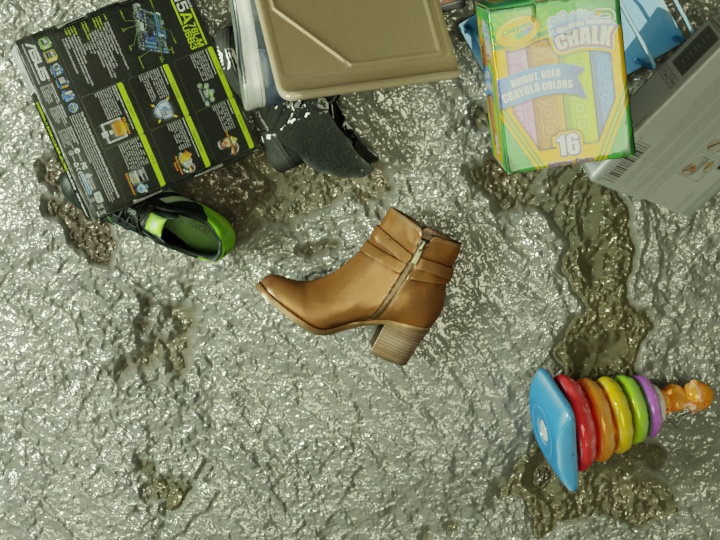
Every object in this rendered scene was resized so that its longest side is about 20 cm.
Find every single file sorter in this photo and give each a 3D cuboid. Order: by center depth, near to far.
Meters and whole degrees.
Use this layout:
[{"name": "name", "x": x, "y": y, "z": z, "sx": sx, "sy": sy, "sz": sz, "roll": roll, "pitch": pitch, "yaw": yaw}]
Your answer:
[{"name": "file sorter", "x": 0.222, "y": -0.240, "z": 1.398, "sx": 0.200, "sy": 0.123, "sz": 0.139, "roll": -30, "pitch": 101, "yaw": 8}]

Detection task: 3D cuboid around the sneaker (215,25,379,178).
[{"name": "sneaker", "x": -0.067, "y": -0.179, "z": 1.442, "sx": 0.104, "sy": 0.060, "sz": 0.200, "roll": -19, "pitch": 110, "yaw": 17}]

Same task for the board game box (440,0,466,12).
[{"name": "board game box", "x": 0.001, "y": -0.301, "z": 1.417, "sx": 0.200, "sy": 0.062, "sz": 0.200, "roll": -12, "pitch": 104, "yaw": 3}]

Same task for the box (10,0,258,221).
[{"name": "box", "x": -0.232, "y": -0.177, "z": 1.416, "sx": 0.193, "sy": 0.048, "sz": 0.200, "roll": -26, "pitch": 98, "yaw": -19}]

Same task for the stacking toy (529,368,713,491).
[{"name": "stacking toy", "x": 0.295, "y": 0.154, "z": 1.509, "sx": 0.200, "sy": 0.110, "sz": 0.116, "roll": -13, "pitch": 118, "yaw": -8}]

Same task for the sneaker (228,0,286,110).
[{"name": "sneaker", "x": -0.059, "y": -0.269, "z": 1.359, "sx": 0.146, "sy": 0.077, "sz": 0.202, "roll": -9, "pitch": 96, "yaw": -5}]

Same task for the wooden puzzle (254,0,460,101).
[{"name": "wooden puzzle", "x": -0.014, "y": -0.259, "z": 1.315, "sx": 0.185, "sy": 0.037, "sz": 0.200, "roll": -10, "pitch": 74, "yaw": -21}]

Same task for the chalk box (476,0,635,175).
[{"name": "chalk box", "x": 0.177, "y": -0.203, "z": 1.282, "sx": 0.124, "sy": 0.124, "sz": 0.200, "roll": -9, "pitch": 102, "yaw": 3}]

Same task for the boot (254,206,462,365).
[{"name": "boot", "x": 0.000, "y": 0.000, "z": 1.484, "sx": 0.200, "sy": 0.074, "sz": 0.155, "roll": 21, "pitch": 104, "yaw": -17}]

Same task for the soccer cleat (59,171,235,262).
[{"name": "soccer cleat", "x": -0.228, "y": -0.065, "z": 1.464, "sx": 0.200, "sy": 0.081, "sz": 0.068, "roll": 22, "pitch": 102, "yaw": -4}]

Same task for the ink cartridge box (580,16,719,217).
[{"name": "ink cartridge box", "x": 0.349, "y": -0.152, "z": 1.410, "sx": 0.174, "sy": 0.044, "sz": 0.200, "roll": 14, "pitch": 129, "yaw": -41}]
